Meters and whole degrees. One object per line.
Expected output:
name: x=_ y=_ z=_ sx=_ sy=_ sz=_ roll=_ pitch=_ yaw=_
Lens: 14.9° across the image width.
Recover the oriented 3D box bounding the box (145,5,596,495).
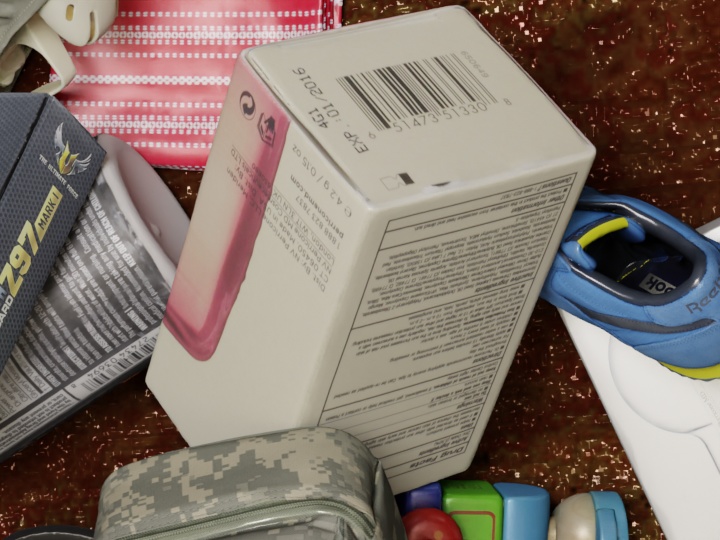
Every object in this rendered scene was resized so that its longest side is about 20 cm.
box: x=0.000 y=0.000 z=1.216 sx=0.109 sy=0.127 sz=0.201 roll=50 pitch=138 yaw=31

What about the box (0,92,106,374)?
box: x=-0.229 y=-0.005 z=1.262 sx=0.199 sy=0.051 sz=0.158 roll=3 pitch=58 yaw=37

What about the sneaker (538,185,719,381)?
sneaker: x=0.093 y=-0.017 z=1.248 sx=0.199 sy=0.078 sz=0.066 roll=26 pitch=75 yaw=37

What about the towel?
towel: x=-0.079 y=-0.148 z=1.325 sx=0.144 sy=0.022 sz=0.201 roll=3 pitch=95 yaw=8

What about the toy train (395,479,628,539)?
toy train: x=0.065 y=0.197 z=1.307 sx=0.115 sy=0.085 sz=0.201 roll=1 pitch=95 yaw=-6

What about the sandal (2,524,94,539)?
sandal: x=-0.101 y=0.202 z=1.277 sx=0.075 sy=0.045 sz=0.200 roll=-33 pitch=97 yaw=16

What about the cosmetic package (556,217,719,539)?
cosmetic package: x=0.212 y=0.039 z=1.285 sx=0.199 sy=0.052 sz=0.151 roll=-26 pitch=92 yaw=9

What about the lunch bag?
lunch bag: x=-0.039 y=0.187 z=1.153 sx=0.138 sy=0.168 sz=0.201 roll=-11 pitch=123 yaw=8

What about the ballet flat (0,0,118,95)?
ballet flat: x=-0.146 y=-0.122 z=1.282 sx=0.064 sy=0.067 sz=0.200 roll=47 pitch=135 yaw=-3

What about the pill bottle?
pill bottle: x=-0.173 y=0.030 z=1.308 sx=0.199 sy=0.106 sz=0.107 roll=-32 pitch=89 yaw=10
